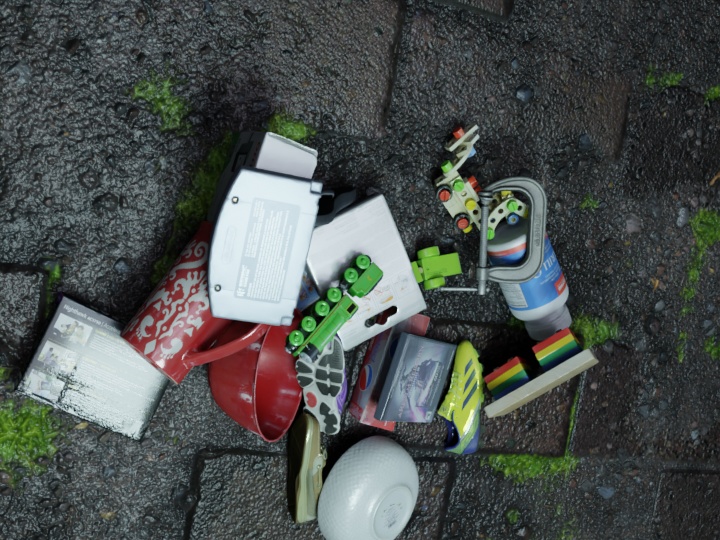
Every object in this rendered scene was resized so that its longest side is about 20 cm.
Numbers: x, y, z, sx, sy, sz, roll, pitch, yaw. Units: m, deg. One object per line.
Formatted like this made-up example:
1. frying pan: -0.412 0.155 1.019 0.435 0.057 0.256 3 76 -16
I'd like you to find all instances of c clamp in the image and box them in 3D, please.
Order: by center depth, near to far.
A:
1. c clamp: 0.225 -0.056 1.341 0.166 0.027 0.205 6 99 -3

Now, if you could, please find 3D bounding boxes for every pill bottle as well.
1. pill bottle: 0.300 0.015 1.439 0.111 0.112 0.203 -32 110 -15

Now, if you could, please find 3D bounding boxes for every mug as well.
1. mug: -0.228 0.053 1.156 0.201 0.176 0.134 -51 124 -16

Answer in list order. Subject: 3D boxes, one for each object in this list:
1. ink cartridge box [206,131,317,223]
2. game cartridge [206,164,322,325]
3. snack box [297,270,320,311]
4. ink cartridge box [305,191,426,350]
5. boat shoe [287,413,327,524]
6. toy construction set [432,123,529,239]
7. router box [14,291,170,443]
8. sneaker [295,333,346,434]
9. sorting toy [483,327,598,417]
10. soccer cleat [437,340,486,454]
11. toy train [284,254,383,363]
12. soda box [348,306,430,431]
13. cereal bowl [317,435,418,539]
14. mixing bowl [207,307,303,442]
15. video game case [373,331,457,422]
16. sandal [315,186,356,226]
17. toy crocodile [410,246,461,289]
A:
1. ink cartridge box: -0.146 -0.119 1.178 0.083 0.199 0.149 18 91 -23
2. game cartridge: -0.133 -0.031 1.073 0.130 0.040 0.205 8 107 -23
3. snack box: -0.056 -0.008 1.330 0.198 0.024 0.073 -36 109 -14
4. ink cartridge box: 0.000 0.000 1.310 0.160 0.050 0.204 -26 107 -11
5. boat shoe: -0.080 0.321 1.334 0.062 0.073 0.205 -4 113 -21
6. toy construction set: 0.197 -0.140 1.380 0.130 0.092 0.202 -32 102 11
7. router box: -0.380 0.144 1.201 0.198 0.051 0.152 29 85 -24
8. sneaker: -0.056 0.168 1.307 0.079 0.084 0.203 13 130 10
9. sorting toy: 0.304 0.173 1.413 0.196 0.200 0.071 -32 74 12
10. soccer cleat: 0.177 0.227 1.447 0.081 0.065 0.206 -3 97 -9
11. toy train: -0.038 0.058 1.233 0.056 0.042 0.201 42 68 -4
12. soda box: 0.047 0.159 1.380 0.069 0.063 0.204 18 92 -26
13. cereal bowl: 0.028 0.384 1.363 0.197 0.082 0.205 -17 116 -39
14. mixing bowl: -0.164 0.148 1.239 0.106 0.200 0.206 6 98 17
15. video game case: 0.096 0.183 1.370 0.199 0.019 0.146 19 90 -60
16. sandal: -0.065 -0.105 1.238 0.074 0.200 0.044 -1 108 18
17. toy crocodile: 0.084 0.007 1.376 0.196 0.062 0.069 -16 88 -25
